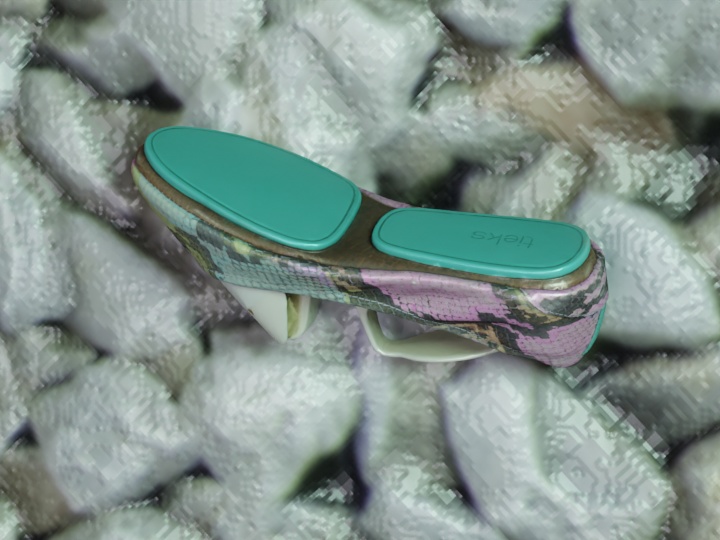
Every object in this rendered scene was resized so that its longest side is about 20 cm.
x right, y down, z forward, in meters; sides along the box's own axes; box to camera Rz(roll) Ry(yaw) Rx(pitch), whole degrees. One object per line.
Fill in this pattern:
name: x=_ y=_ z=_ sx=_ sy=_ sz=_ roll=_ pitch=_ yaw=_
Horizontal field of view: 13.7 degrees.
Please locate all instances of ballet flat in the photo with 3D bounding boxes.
ballet flat: x=0.000 y=0.000 z=1.181 sx=0.200 sy=0.069 sz=0.071 roll=14 pitch=125 yaw=15
